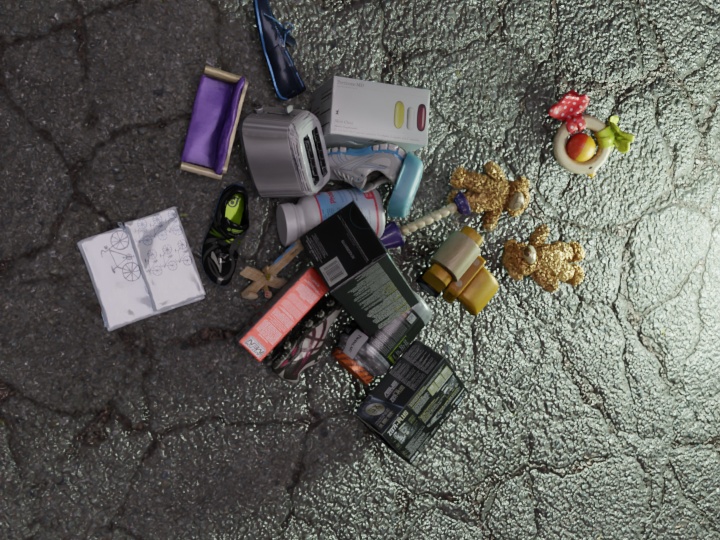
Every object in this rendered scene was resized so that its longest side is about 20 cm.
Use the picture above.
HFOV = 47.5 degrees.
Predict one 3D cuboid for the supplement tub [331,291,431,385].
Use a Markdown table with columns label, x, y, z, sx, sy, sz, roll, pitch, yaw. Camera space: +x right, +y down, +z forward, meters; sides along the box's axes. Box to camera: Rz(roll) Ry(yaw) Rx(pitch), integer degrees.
| label | x | y | z | sx | sy | sz | roll | pitch | yaw |
| --- | --- | --- | --- | --- | --- | --- | --- | --- | --- |
| supplement tub | 0.041 | 0.126 | 1.659 | 0.123 | 0.122 | 0.200 | 44 | 78 | -16 |

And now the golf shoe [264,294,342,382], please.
| label | x | y | z | sx | sy | sz | roll | pitch | yaw |
| --- | --- | --- | --- | --- | --- | --- | --- | --- | --- |
| golf shoe | -0.102 | 0.133 | 1.646 | 0.200 | 0.077 | 0.088 | -46 | 124 | -8 |

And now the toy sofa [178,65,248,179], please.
| label | x | y | z | sx | sy | sz | roll | pitch | yaw |
| --- | --- | --- | --- | --- | --- | --- | --- | --- | --- |
| toy sofa | -0.279 | -0.277 | 1.544 | 0.083 | 0.098 | 0.201 | 14 | 88 | -19 |

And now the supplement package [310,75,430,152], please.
| label | x | y | z | sx | sy | sz | roll | pitch | yaw |
| --- | --- | --- | --- | --- | --- | --- | --- | --- | --- |
| supplement package | 0.016 | -0.300 | 1.611 | 0.199 | 0.156 | 0.111 | 3 | 88 | -19 |

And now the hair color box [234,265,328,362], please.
| label | x | y | z | sx | sy | sz | roll | pitch | yaw |
| --- | --- | --- | --- | --- | --- | --- | --- | --- | --- |
| hair color box | -0.152 | 0.081 | 1.594 | 0.200 | 0.101 | 0.061 | -46 | 99 | -8 |

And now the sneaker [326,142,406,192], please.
| label | x | y | z | sx | sy | sz | roll | pitch | yaw |
| --- | --- | --- | --- | --- | --- | --- | --- | --- | --- |
| sneaker | -0.010 | -0.191 | 1.596 | 0.075 | 0.199 | 0.087 | 43 | 51 | -49 |

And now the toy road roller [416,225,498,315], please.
| label | x | y | z | sx | sy | sz | roll | pitch | yaw |
| --- | --- | --- | --- | --- | --- | --- | --- | --- | --- |
| toy road roller | 0.213 | 0.010 | 1.676 | 0.146 | 0.200 | 0.123 | 39 | 79 | 6 |

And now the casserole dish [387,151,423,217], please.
| label | x | y | z | sx | sy | sz | roll | pitch | yaw |
| --- | --- | --- | --- | --- | --- | --- | --- | --- | --- |
| casserole dish | 0.091 | -0.163 | 1.623 | 0.039 | 0.200 | 0.122 | 19 | 87 | 5 |

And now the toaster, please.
| label | x | y | z | sx | sy | sz | roll | pitch | yaw |
| --- | --- | --- | --- | --- | --- | --- | --- | --- | --- |
| toaster | -0.140 | -0.215 | 1.548 | 0.114 | 0.129 | 0.201 | -49 | 136 | -49 |

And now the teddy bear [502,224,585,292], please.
| label | x | y | z | sx | sy | sz | roll | pitch | yaw |
| --- | --- | --- | --- | --- | --- | --- | --- | --- | --- |
| teddy bear | 0.412 | -0.024 | 1.800 | 0.199 | 0.067 | 0.145 | 23 | 82 | -18 |

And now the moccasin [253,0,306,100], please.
| label | x | y | z | sx | sy | sz | roll | pitch | yaw |
| --- | --- | --- | --- | --- | --- | --- | --- | --- | --- |
| moccasin | -0.157 | -0.437 | 1.595 | 0.068 | 0.081 | 0.201 | -16 | 111 | -3 |

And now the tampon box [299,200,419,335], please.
| label | x | y | z | sx | sy | sz | roll | pitch | yaw |
| --- | --- | --- | --- | --- | --- | --- | --- | --- | --- |
| tampon box | 0.000 | 0.000 | 1.551 | 0.126 | 0.150 | 0.200 | -34 | 145 | 2 |

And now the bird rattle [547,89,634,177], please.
| label | x | y | z | sx | sy | sz | roll | pitch | yaw |
| --- | --- | --- | --- | --- | --- | --- | --- | --- | --- |
| bird rattle | 0.496 | -0.297 | 1.814 | 0.199 | 0.113 | 0.164 | 22 | 102 | -16 |

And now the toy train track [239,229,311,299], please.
| label | x | y | z | sx | sy | sz | roll | pitch | yaw |
| --- | --- | --- | --- | --- | --- | --- | --- | --- | --- |
| toy train track | -0.153 | -0.002 | 1.577 | 0.200 | 0.033 | 0.115 | -42 | 144 | 20 |

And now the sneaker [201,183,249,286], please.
| label | x | y | z | sx | sy | sz | roll | pitch | yaw |
| --- | --- | --- | --- | --- | --- | --- | --- | --- | --- |
| sneaker | -0.257 | -0.070 | 1.568 | 0.071 | 0.083 | 0.200 | 13 | 88 | -19 |

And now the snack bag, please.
| label | x | y | z | sx | sy | sz | roll | pitch | yaw |
| --- | --- | --- | --- | --- | --- | --- | --- | --- | --- |
| snack bag | -0.415 | -0.004 | 1.549 | 0.199 | 0.021 | 0.189 | -19 | 99 | -17 |

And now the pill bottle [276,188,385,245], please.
| label | x | y | z | sx | sy | sz | roll | pitch | yaw |
| --- | --- | --- | --- | --- | --- | --- | --- | --- | --- |
| pill bottle | -0.060 | -0.102 | 1.621 | 0.199 | 0.109 | 0.109 | -9 | 95 | -19 |

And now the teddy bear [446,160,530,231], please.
| label | x | y | z | sx | sy | sz | roll | pitch | yaw |
| --- | --- | --- | --- | --- | --- | --- | --- | --- | --- |
| teddy bear | 0.277 | -0.162 | 1.757 | 0.199 | 0.067 | 0.145 | 24 | 87 | -18 |

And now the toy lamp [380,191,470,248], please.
| label | x | y | z | sx | sy | sz | roll | pitch | yaw |
| --- | --- | --- | --- | --- | --- | --- | --- | --- | --- |
| toy lamp | 0.128 | -0.100 | 1.699 | 0.199 | 0.058 | 0.058 | -23 | 100 | -3 |

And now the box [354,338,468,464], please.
| label | x | y | z | sx | sy | sz | roll | pitch | yaw |
| --- | --- | --- | --- | --- | --- | --- | --- | --- | --- |
| box | 0.107 | 0.269 | 1.669 | 0.200 | 0.086 | 0.164 | -50 | 140 | -10 |
